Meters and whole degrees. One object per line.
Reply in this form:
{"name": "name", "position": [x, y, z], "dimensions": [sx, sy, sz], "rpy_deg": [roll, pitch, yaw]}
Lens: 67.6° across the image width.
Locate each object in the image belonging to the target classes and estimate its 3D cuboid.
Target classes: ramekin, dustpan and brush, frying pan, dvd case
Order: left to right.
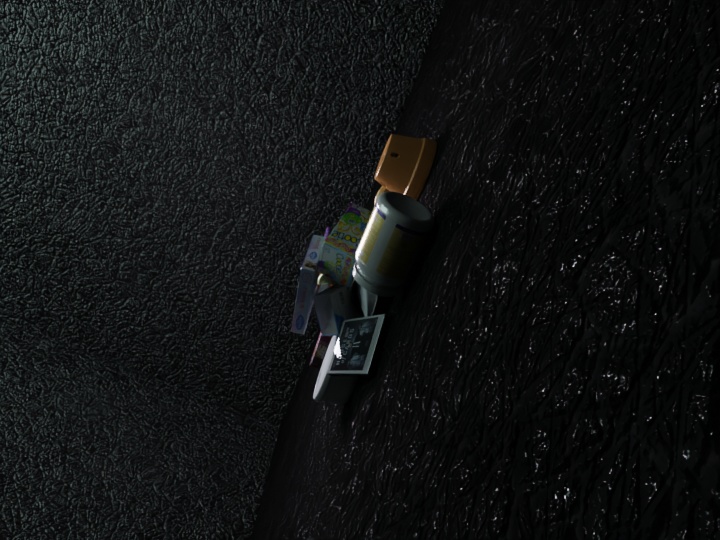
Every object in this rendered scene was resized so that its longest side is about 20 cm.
{"name": "ramekin", "position": [-0.059, 0.283, 1.528], "dimensions": [0.202, 0.091, 0.209], "rpy_deg": [-158, 89, -84]}
{"name": "dvd case", "position": [-0.007, 0.191, 1.357], "dimensions": [0.198, 0.024, 0.155], "rpy_deg": [-16, 52, 56]}
{"name": "frying pan", "position": [0.019, 0.110, 1.536], "dimensions": [0.030, 0.113, 0.197], "rpy_deg": [-14, 89, 42]}
{"name": "dustpan and brush", "position": [0.028, 0.008, 1.404], "dimensions": [0.141, 0.055, 0.206], "rpy_deg": [-110, 17, -56]}

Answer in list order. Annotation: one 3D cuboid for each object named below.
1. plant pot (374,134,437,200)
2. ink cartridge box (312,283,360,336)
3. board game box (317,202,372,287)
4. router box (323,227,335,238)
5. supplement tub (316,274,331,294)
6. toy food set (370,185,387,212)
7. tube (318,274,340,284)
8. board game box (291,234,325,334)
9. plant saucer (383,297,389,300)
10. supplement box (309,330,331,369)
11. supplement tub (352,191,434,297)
{"name": "plant pot", "position": [0.128, -0.312, 1.601], "dimensions": [0.200, 0.136, 0.206], "rpy_deg": [-157, 89, -84]}
{"name": "ink cartridge box", "position": [-0.045, 0.097, 1.549], "dimensions": [0.198, 0.066, 0.120], "rpy_deg": [-26, -74, -55]}
{"name": "board game box", "position": [-0.028, -0.074, 1.482], "dimensions": [0.107, 0.100, 0.202], "rpy_deg": [107, -170, -45]}
{"name": "router box", "position": [-0.021, -0.063, 1.734], "dimensions": [0.200, 0.145, 0.053], "rpy_deg": [54, -127, -64]}
{"name": "supplement tub", "position": [-0.053, 0.056, 1.736], "dimensions": [0.123, 0.194, 0.126], "rpy_deg": [-159, 91, -85]}
{"name": "toy food set", "position": [0.074, -0.190, 1.756], "dimensions": [0.201, 0.048, 0.199], "rpy_deg": [-57, -16, 15]}
{"name": "tube", "position": [-0.084, 0.014, 1.584], "dimensions": [0.199, 0.056, 0.054], "rpy_deg": [179, 88, -68]}
{"name": "board game box", "position": [-0.146, 0.036, 1.512], "dimensions": [0.202, 0.040, 0.205], "rpy_deg": [-80, 2, -62]}
{"name": "plant saucer", "position": [0.058, -0.025, 1.435], "dimensions": [0.200, 0.033, 0.209], "rpy_deg": [180, 90, -77]}
{"name": "supplement box", "position": [-0.096, 0.253, 1.899], "dimensions": [0.086, 0.107, 0.206], "rpy_deg": [130, 160, -74]}
{"name": "supplement tub", "position": [0.071, -0.059, 1.235], "dimensions": [0.147, 0.141, 0.204], "rpy_deg": [-80, 12, -62]}
